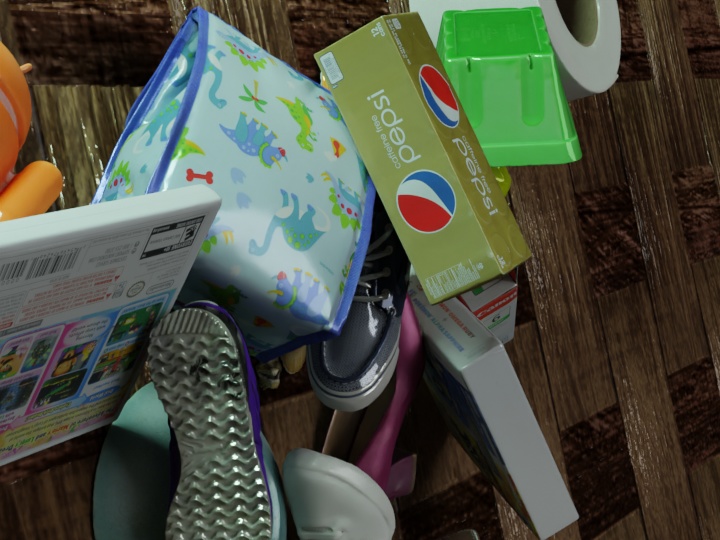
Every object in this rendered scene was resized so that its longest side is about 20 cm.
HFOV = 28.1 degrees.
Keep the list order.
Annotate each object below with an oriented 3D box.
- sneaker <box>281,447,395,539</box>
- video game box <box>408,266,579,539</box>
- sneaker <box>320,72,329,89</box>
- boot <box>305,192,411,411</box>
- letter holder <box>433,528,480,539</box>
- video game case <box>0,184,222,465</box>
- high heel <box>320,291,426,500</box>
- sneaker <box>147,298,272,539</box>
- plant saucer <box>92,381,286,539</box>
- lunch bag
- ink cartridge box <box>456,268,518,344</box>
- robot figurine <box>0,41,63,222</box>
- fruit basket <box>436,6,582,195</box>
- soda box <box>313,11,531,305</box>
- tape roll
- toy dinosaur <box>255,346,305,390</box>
[{"bbox_3d":[-0.016,0.220,1.075,0.089,0.075,0.200,-58,140,-38],"label":"sneaker"},{"bbox_3d":[0.095,0.103,1.208,0.200,0.047,0.182,64,-6,-31],"label":"video game box"},{"bbox_3d":[0.015,-0.104,1.240,0.078,0.077,0.201,0,82,-59],"label":"sneaker"},{"bbox_3d":[0.000,0.000,1.074,0.090,0.073,0.200,83,15,-52],"label":"boot"},{"bbox_3d":[0.105,0.304,1.125,0.101,0.142,0.200,51,27,-28],"label":"letter holder"},{"bbox_3d":[-0.180,0.039,0.835,0.024,0.182,0.200,39,27,19],"label":"video game case"},{"bbox_3d":[0.000,0.097,1.133,0.096,0.067,0.201,-12,99,-43],"label":"high heel"},{"bbox_3d":[-0.091,0.114,0.946,0.100,0.069,0.201,-76,163,-79],"label":"sneaker"},{"bbox_3d":[-0.103,0.169,1.006,0.201,0.039,0.202,26,58,-51],"label":"plant saucer"},{"bbox_3d":[-0.081,-0.064,1.007,0.170,0.127,0.200,32,60,-27],"label":"lunch bag"},{"bbox_3d":[0.083,-0.006,1.212,0.109,0.050,0.200,56,-7,20],"label":"ink cartridge box"},{"bbox_3d":[-0.250,-0.062,0.786,0.117,0.143,0.200,67,31,-46],"label":"robot figurine"},{"bbox_3d":[0.113,-0.118,1.292,0.216,0.155,0.216,-2,90,-86],"label":"fruit basket"},{"bbox_3d":[0.046,-0.081,1.033,0.068,0.064,0.200,-26,92,-62],"label":"soda box"},{"bbox_3d":[0.157,-0.260,1.449,0.203,0.139,0.203,24,61,-52],"label":"tape roll"},{"bbox_3d":[-0.047,0.028,1.141,0.200,0.058,0.101,-37,127,-59],"label":"toy dinosaur"}]
